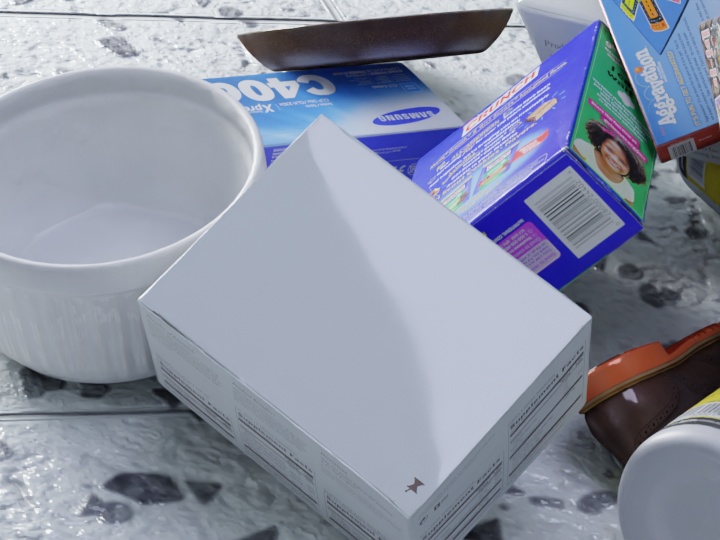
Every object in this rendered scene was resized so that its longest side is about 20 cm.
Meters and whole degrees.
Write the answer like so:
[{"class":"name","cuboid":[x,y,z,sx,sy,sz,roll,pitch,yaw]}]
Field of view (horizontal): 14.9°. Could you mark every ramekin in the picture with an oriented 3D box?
[{"class":"ramekin","cuboid":[-0.151,-0.023,1.642,0.199,0.105,0.201,-3,38,3]}]

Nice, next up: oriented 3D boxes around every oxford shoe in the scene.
[{"class":"oxford shoe","cuboid":[0.201,0.080,1.704,0.200,0.071,0.073,-15,73,-49]}]

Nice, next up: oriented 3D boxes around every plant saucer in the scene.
[{"class":"plant saucer","cuboid":[0.012,-0.164,1.976,0.199,0.032,0.200,-5,3,0]}]

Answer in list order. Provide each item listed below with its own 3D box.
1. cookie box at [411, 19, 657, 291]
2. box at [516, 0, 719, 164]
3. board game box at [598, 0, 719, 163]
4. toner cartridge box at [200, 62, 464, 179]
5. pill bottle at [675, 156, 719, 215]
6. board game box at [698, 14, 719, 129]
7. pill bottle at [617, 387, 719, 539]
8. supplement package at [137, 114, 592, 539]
[{"class":"cookie box","cuboid":[0.105,-0.050,1.756,0.075,0.171,0.200,45,28,-14]},{"class":"box","cuboid":[0.248,-0.189,1.879,0.198,0.131,0.200,17,60,35]},{"class":"board game box","cuboid":[0.211,-0.161,1.765,0.102,0.019,0.201,-20,49,6]},{"class":"toner cartridge box","cuboid":[-0.036,-0.098,1.910,0.199,0.043,0.095,-8,37,-31]},{"class":"pill bottle","cuboid":[0.313,-0.054,1.900,0.112,0.112,0.200,-8,36,-31]},{"class":"board game box","cuboid":[0.303,-0.069,1.641,0.159,0.201,0.097,-12,2,-1]},{"class":"pill bottle","cuboid":[0.246,0.112,1.600,0.114,0.115,0.200,30,34,26]},{"class":"supplement package","cuboid":[0.004,0.044,1.530,0.200,0.111,0.156,38,71,19]}]
